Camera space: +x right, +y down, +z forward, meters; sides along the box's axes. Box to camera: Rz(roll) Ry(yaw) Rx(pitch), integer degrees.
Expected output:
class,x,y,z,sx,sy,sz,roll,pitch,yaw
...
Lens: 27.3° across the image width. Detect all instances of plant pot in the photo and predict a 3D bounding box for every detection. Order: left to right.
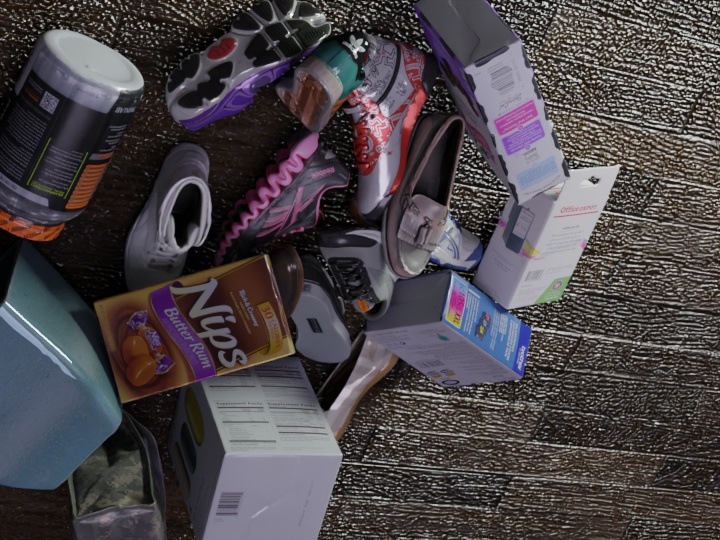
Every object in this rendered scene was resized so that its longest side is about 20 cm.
class,x,y,z,sx,sy,sz,roll,pitch,yaw
plant pot,-0.370,0.124,1.630,0.196,0.197,0.200,-43,110,11

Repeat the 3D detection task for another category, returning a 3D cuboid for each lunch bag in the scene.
class,x,y,z,sx,sy,sz,roll,pitch,yaw
lunch bag,-0.295,0.273,1.794,0.117,0.200,0.165,-9,130,-10

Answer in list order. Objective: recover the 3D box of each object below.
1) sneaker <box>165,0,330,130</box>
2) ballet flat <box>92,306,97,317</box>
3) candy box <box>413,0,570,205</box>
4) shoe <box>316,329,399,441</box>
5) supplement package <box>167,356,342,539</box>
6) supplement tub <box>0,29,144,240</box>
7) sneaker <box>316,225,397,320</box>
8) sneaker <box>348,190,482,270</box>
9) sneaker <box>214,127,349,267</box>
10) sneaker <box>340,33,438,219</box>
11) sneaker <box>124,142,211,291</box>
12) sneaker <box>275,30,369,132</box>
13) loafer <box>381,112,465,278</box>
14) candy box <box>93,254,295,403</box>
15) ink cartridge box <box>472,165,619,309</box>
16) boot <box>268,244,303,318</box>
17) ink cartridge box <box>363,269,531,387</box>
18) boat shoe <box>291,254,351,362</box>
class,x,y,z,sx,sy,sz,roll,pitch,yaw
sneaker,-0.124,-0.224,1.613,0.199,0.081,0.083,-32,160,-6
ballet flat,-0.308,0.083,1.742,0.200,0.073,0.073,-36,128,8
candy box,0.148,-0.201,1.661,0.071,0.168,0.201,-28,128,-1
shoe,-0.031,0.158,1.903,0.053,0.070,0.200,34,98,-35
supplement package,-0.135,0.221,1.819,0.150,0.200,0.152,4,121,-23
supplement tub,-0.319,-0.139,1.549,0.122,0.123,0.201,19,114,-31
sneaker,0.000,0.000,1.747,0.073,0.080,0.200,1,160,20
sneaker,0.084,-0.066,1.789,0.199,0.075,0.088,21,107,-35
sneaker,-0.089,-0.065,1.708,0.095,0.079,0.200,36,107,-20
sneaker,0.006,-0.166,1.676,0.107,0.067,0.202,16,98,-29
sneaker,-0.218,-0.033,1.654,0.073,0.116,0.201,13,112,-15
sneaker,-0.035,-0.205,1.592,0.080,0.200,0.071,-43,96,-13
loafer,0.075,-0.090,1.710,0.072,0.063,0.201,20,75,-34
candy box,-0.182,0.063,1.638,0.199,0.056,0.117,-16,90,-1
ink cartridge box,0.230,-0.057,1.835,0.117,0.067,0.201,-8,129,-46
boot,-0.139,0.038,1.717,0.097,0.075,0.200,-17,160,-34
ink cartridge box,0.120,0.084,1.862,0.136,0.077,0.200,-10,144,43
boat shoe,-0.048,0.050,1.815,0.070,0.064,0.200,3,151,9
